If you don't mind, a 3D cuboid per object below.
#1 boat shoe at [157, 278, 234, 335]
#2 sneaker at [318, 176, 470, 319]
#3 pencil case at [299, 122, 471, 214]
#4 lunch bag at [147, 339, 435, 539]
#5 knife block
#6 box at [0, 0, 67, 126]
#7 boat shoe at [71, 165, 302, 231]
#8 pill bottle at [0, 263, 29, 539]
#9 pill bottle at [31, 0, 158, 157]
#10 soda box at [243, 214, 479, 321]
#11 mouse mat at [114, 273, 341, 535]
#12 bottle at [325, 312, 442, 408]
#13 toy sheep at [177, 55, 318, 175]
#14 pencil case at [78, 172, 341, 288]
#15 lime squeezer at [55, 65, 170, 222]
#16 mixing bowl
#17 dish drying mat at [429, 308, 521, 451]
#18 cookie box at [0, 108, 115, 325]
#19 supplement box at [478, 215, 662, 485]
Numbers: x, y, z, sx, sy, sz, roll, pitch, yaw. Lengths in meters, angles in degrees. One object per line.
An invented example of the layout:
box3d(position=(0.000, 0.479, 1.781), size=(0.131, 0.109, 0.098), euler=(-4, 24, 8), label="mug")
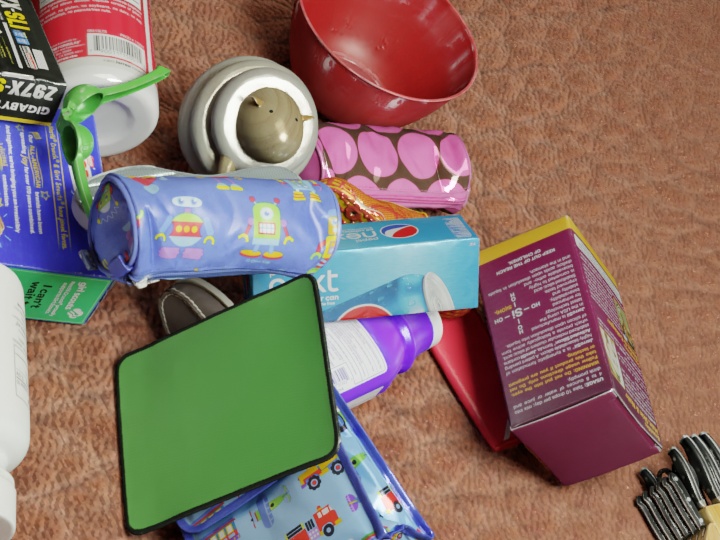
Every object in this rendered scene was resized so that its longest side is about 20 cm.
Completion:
box3d(position=(-0.112, 0.095, 1.259), size=(0.059, 0.072, 0.200), euler=(-23, 78, -45), label="boat shoe")
box3d(position=(0.029, -0.029, 1.416), size=(0.200, 0.073, 0.077), euler=(38, 45, -31), label="sneaker")
box3d(position=(0.019, -0.092, 1.475), size=(0.200, 0.091, 0.094), euler=(-4, 33, -36), label="pencil case")
box3d(position=(-0.065, 0.162, 1.179), size=(0.200, 0.150, 0.094), euler=(58, 16, 24), label="lunch bag")
box3d(position=(0.352, 0.256, 1.451), size=(0.200, 0.064, 0.176), euler=(33, 46, -9), label="knife block")
box3d(position=(-0.346, -0.205, 1.261), size=(0.159, 0.049, 0.200), euler=(6, 39, -37), label="box")
box3d(position=(-0.140, -0.040, 1.259), size=(0.200, 0.067, 0.074), euler=(-2, 51, -24), label="boat shoe")
box3d(position=(-0.296, 0.097, 1.101), size=(0.114, 0.114, 0.200), euler=(9, 53, -28), label="pill bottle")
box3d(position=(-0.241, -0.210, 1.369), size=(0.112, 0.112, 0.200), euler=(10, 53, -28), label="pill bottle")
box3d(position=(0.000, 0.000, 1.332), size=(0.200, 0.068, 0.064), euler=(-5, 23, -10), label="soda box")
box3d(position=(-0.107, 0.103, 1.182), size=(0.008, 0.200, 0.161), euler=(36, 37, -49), label="mouse mat")
box3d(position=(-0.010, 0.075, 1.344), size=(0.200, 0.065, 0.084), euler=(-22, 69, -42), label="bottle")
box3d(position=(-0.103, -0.125, 1.369), size=(0.138, 0.200, 0.138), euler=(-5, 100, -26), label="toy sheep")
box3d(position=(-0.111, -0.030, 1.177), size=(0.200, 0.078, 0.087), euler=(-2, 79, -36), label="pencil case")
box3d(position=(-0.212, -0.106, 1.230), size=(0.071, 0.038, 0.200), euler=(35, 43, -23), label="lime squeezer")
box3d(position=(0.005, -0.211, 1.535), size=(0.200, 0.108, 0.200), euler=(19, 45, -20), label="mixing bowl")
box3d(position=(0.102, 0.076, 1.451), size=(0.077, 0.018, 0.200), euler=(-15, 67, -39), label="dish drying mat")
box3d(position=(-0.308, -0.054, 1.232), size=(0.200, 0.075, 0.171), euler=(8, 53, -31), label="cookie box")
box3d(position=(0.189, 0.074, 1.411), size=(0.131, 0.103, 0.200), euler=(47, 26, -46), label="supplement box")
